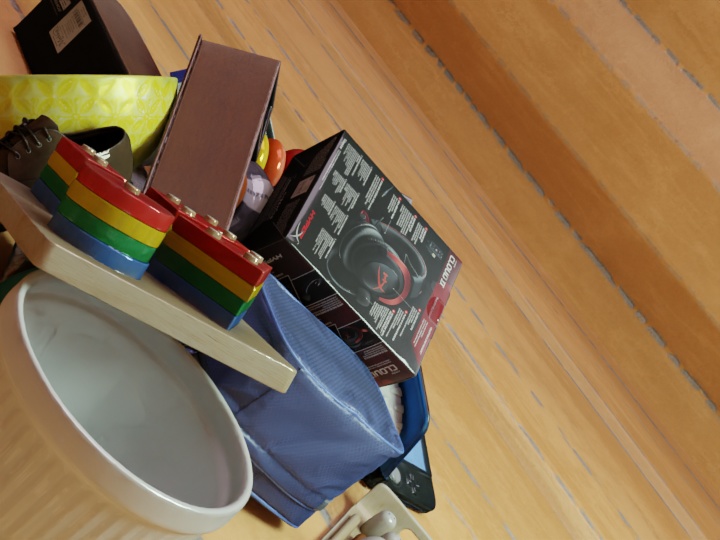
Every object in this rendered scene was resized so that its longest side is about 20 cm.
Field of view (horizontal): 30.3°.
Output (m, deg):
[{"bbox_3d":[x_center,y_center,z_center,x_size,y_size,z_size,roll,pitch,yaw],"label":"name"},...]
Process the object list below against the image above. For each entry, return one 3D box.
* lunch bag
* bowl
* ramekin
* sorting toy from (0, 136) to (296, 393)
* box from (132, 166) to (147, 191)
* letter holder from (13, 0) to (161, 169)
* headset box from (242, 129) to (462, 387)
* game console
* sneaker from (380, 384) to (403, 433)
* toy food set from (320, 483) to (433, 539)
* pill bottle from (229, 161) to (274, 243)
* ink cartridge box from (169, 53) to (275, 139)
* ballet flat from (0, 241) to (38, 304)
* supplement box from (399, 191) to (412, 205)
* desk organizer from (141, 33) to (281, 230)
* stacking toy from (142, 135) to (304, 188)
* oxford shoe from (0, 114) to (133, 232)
[{"bbox_3d":[-0.077,0.107,1.083,0.200,0.132,0.136,45,12,-33],"label":"lunch bag"},{"bbox_3d":[-0.256,-0.113,1.141,0.200,0.199,0.108,-30,122,-76],"label":"bowl"},{"bbox_3d":[-0.174,0.107,0.851,0.200,0.105,0.200,44,15,-15],"label":"ramekin"},{"bbox_3d":[-0.147,-0.017,0.928,0.199,0.070,0.199,31,2,-31],"label":"sorting toy"},{"bbox_3d":[-0.218,-0.038,1.216,0.082,0.049,0.200,35,19,-42],"label":"box"},{"bbox_3d":[-0.262,-0.199,1.415,0.142,0.100,0.200,34,19,-48],"label":"letter holder"},{"bbox_3d":[0.000,0.000,1.199,0.200,0.075,0.149,46,46,-23],"label":"headset box"},{"bbox_3d":[0.053,0.121,1.362,0.170,0.118,0.201,35,37,-45],"label":"game console"},{"bbox_3d":[-0.026,0.088,1.268,0.076,0.080,0.201,-4,69,-56],"label":"sneaker"},{"bbox_3d":[0.037,0.265,1.149,0.144,0.060,0.200,49,15,6],"label":"toy food set"},{"bbox_3d":[-0.125,-0.046,1.277,0.106,0.106,0.200,54,-6,24],"label":"pill bottle"},{"bbox_3d":[-0.133,-0.118,1.400,0.044,0.093,0.201,-109,-173,-62],"label":"ink cartridge box"},{"bbox_3d":[-0.235,0.019,0.992,0.200,0.075,0.064,-87,165,-63],"label":"ballet flat"},{"bbox_3d":[-0.019,0.013,1.353,0.061,0.201,0.109,29,18,-13],"label":"supplement box"},{"bbox_3d":[-0.130,-0.099,1.144,0.076,0.072,0.201,15,56,-2],"label":"desk organizer"},{"bbox_3d":[-0.126,-0.116,1.330,0.199,0.086,0.086,20,27,-28],"label":"stacking toy"},{"bbox_3d":[-0.264,-0.079,1.011,0.199,0.085,0.073,-15,34,-40],"label":"oxford shoe"}]
